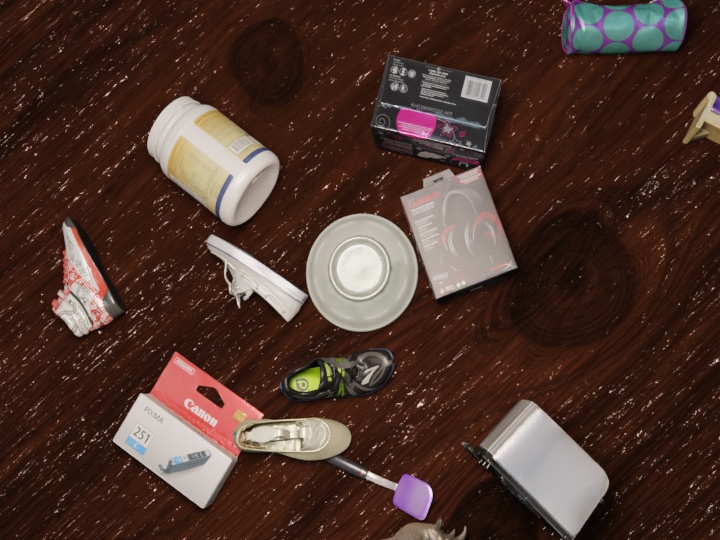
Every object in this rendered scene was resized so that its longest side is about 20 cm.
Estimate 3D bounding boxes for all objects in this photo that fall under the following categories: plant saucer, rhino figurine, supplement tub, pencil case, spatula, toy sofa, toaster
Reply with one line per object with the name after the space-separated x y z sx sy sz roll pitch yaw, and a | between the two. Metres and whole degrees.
0.000 0.000 1.376 0.194 0.050 0.206 -1 81 7 | plant saucer
0.080 0.451 1.287 0.196 0.060 0.089 -26 74 -1 | rhino figurine
-0.252 -0.189 1.388 0.199 0.144 0.146 37 86 11 | supplement tub
0.443 -0.416 1.377 0.194 0.085 0.095 -1 96 6 | pencil case
0.025 0.341 1.331 0.196 0.021 0.058 23 85 10 | spatula
0.641 -0.220 1.323 0.197 0.083 0.099 30 86 10 | toy sofa
0.265 0.296 1.234 0.200 0.181 0.119 44 84 10 | toaster

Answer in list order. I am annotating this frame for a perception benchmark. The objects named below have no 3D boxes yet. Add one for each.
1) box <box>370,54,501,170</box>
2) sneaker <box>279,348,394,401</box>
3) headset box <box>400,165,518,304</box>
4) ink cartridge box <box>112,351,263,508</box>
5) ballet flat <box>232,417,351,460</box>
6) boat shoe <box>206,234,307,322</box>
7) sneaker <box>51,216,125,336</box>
0.128 -0.264 1.373 0.195 0.115 0.135 14 81 7 | box
-0.039 0.176 1.334 0.194 0.083 0.073 -12 80 4 | sneaker
0.159 -0.067 1.356 0.145 0.075 0.205 -19 79 3 | headset box
-0.290 0.265 1.369 0.197 0.045 0.179 32 86 10 | ink cartridge box
-0.111 0.271 1.321 0.194 0.070 0.071 -1 80 -3 | ballet flat
-0.193 0.023 1.388 0.200 0.075 0.087 34 88 1 | boat shoe
-0.504 0.014 1.423 0.106 0.067 0.204 -31 81 -2 | sneaker
